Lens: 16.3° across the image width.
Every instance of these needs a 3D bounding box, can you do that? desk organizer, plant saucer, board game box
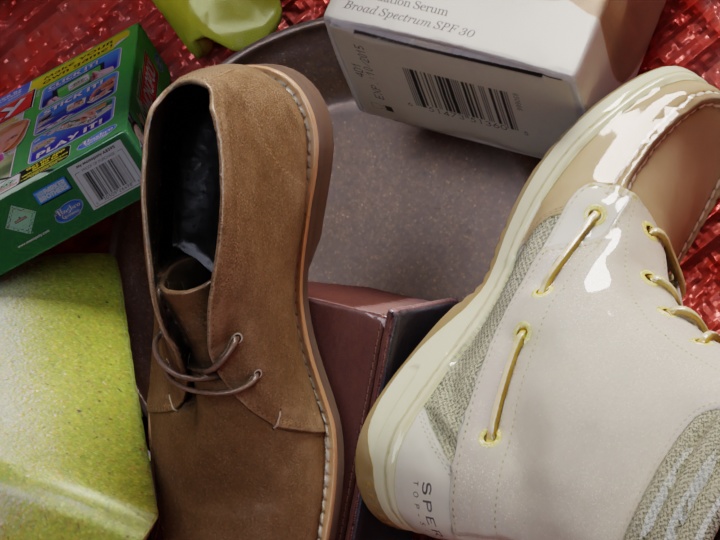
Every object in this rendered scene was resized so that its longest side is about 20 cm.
[{"bbox_3d":[-0.029,0.101,0.910,0.077,0.072,0.201,13,97,19],"label":"desk organizer"},{"bbox_3d":[0.000,0.000,0.979,0.200,0.037,0.201,-4,74,16],"label":"plant saucer"},{"bbox_3d":[-0.165,0.092,0.920,0.200,0.048,0.200,-44,27,14],"label":"plant saucer"},{"bbox_3d":[-0.168,-0.020,0.992,0.200,0.135,0.029,-28,112,8],"label":"board game box"}]

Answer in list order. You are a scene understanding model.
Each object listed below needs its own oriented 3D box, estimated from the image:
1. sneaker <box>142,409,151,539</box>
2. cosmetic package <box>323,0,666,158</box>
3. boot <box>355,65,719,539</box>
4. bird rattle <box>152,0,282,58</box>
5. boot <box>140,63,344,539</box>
[{"bbox_3d":[-0.148,0.134,0.986,0.200,0.072,0.083,-44,45,1],"label":"sneaker"},{"bbox_3d":[0.073,-0.148,0.952,0.105,0.071,0.200,14,67,19],"label":"cosmetic package"},{"bbox_3d":[0.109,0.024,0.843,0.154,0.072,0.200,18,62,44],"label":"boot"},{"bbox_3d":[-0.075,-0.170,0.957,0.163,0.200,0.113,16,75,44],"label":"bird rattle"},{"bbox_3d":[-0.050,0.031,0.839,0.073,0.075,0.201,1,94,21],"label":"boot"}]
